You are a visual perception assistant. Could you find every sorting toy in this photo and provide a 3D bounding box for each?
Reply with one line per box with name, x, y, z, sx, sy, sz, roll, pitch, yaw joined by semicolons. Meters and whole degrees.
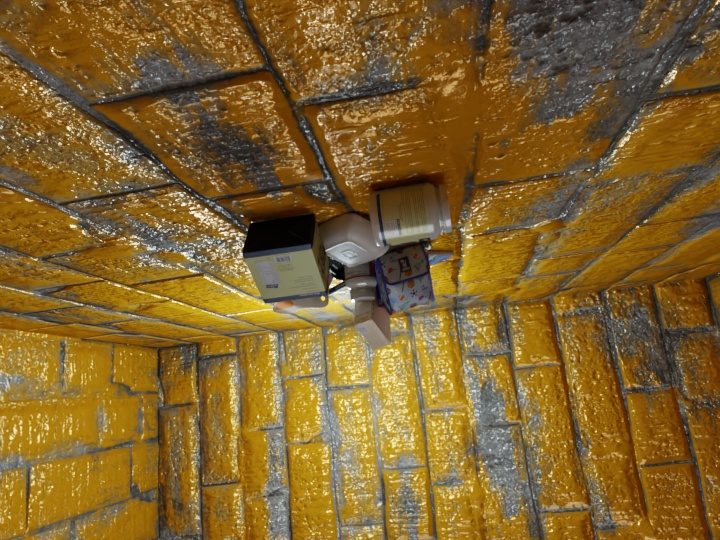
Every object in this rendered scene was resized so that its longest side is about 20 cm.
sorting toy;-0.185;0.048;1.727;0.177;0.202;0.107;13;149;-8

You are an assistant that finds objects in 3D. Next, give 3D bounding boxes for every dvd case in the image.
dvd case;0.251;-0.050;2.041;0.197;0.018;0.142;-1;166;-26
dvd case;-0.038;0.041;1.917;0.198;0.025;0.150;-27;179;10

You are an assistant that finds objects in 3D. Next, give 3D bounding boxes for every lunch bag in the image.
lunch bag;0.142;0.023;1.680;0.168;0.203;0.124;-16;-156;-10

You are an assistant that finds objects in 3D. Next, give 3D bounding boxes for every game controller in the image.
game controller;-0.085;-0.025;1.859;0.103;0.043;0.200;-28;143;15

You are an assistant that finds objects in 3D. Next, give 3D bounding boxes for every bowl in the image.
bowl;-0.027;-0.079;1.565;0.198;0.076;0.199;-17;146;42

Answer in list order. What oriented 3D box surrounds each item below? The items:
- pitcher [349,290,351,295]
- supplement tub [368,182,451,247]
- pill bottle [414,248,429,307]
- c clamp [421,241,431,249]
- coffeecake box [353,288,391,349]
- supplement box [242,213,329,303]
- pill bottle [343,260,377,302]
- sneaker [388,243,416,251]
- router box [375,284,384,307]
pitcher;0.066;0.047;2.018;0.121;0.173;0.199;41;159;-27
supplement tub;0.128;-0.145;1.319;0.197;0.147;0.145;-8;167;9
pill bottle;0.196;0.027;1.841;0.110;0.203;0.111;-4;174;-1
c clamp;0.165;-0.084;1.844;0.197;0.028;0.171;-4;166;-6
coffeecake box;0.044;0.149;1.822;0.072;0.202;0.154;-20;131;21
supplement box;-0.206;-0.031;1.479;0.197;0.135;0.201;-7;133;8
pill bottle;0.000;0.000;1.740;0.110;0.203;0.112;-5;167;-1
sneaker;0.100;-0.076;1.718;0.197;0.075;0.116;-6;155;-4
router box;0.114;0.035;1.865;0.048;0.203;0.179;-15;165;29
